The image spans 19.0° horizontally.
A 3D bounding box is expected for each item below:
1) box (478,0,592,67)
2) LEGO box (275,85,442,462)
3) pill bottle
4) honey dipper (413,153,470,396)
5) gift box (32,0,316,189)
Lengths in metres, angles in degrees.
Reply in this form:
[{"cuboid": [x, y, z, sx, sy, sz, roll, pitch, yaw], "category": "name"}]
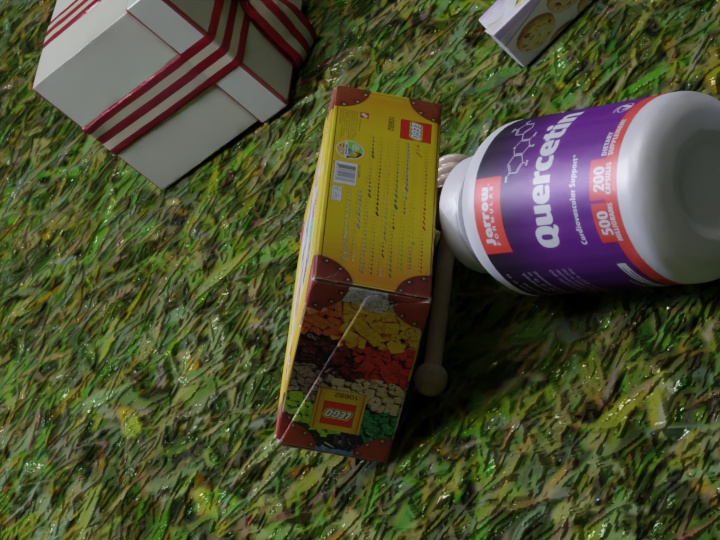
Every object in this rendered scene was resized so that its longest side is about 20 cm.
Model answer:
[{"cuboid": [0.173, -0.236, 1.578, 0.200, 0.041, 0.039, -44, 29, 7], "category": "box"}, {"cuboid": [0.000, 0.000, 1.413, 0.200, 0.077, 0.149, -85, 6, -48], "category": "LEGO box"}, {"cuboid": [0.140, -0.043, 1.306, 0.200, 0.112, 0.113, -7, 49, 52], "category": "pill bottle"}, {"cuboid": [0.055, 0.003, 1.451, 0.038, 0.038, 0.200, -27, 36, 34], "category": "honey dipper"}, {"cuboid": [-0.162, -0.222, 1.884, 0.187, 0.184, 0.200, -32, 38, 31], "category": "gift box"}]
